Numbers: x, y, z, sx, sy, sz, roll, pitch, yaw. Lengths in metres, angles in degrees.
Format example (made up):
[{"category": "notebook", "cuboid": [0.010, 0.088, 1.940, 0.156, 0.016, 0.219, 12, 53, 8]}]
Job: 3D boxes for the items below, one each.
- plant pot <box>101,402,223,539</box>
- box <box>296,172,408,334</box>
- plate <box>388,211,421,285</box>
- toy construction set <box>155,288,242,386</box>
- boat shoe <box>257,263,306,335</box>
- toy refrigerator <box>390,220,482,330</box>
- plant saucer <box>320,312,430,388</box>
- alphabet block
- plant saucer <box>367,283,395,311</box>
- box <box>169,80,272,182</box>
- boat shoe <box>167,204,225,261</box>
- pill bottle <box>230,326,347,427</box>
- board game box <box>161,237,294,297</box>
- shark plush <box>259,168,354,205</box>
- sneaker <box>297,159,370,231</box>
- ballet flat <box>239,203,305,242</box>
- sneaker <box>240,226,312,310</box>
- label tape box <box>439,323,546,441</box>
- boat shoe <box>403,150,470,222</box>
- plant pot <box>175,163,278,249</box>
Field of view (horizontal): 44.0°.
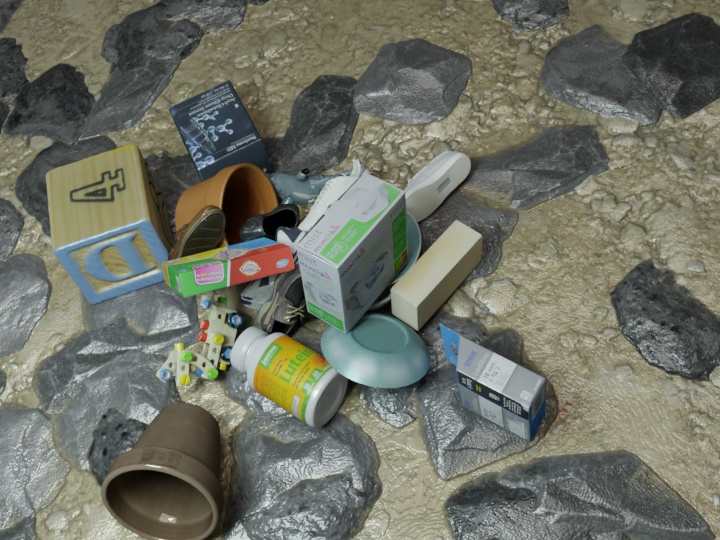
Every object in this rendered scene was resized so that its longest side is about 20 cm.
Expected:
[{"category": "plant pot", "cuboid": [-0.307, 0.319, 1.471, 0.195, 0.203, 0.177, 0, 40, 10]}, {"category": "box", "cuboid": [-0.010, -0.032, 1.527, 0.095, 0.178, 0.200, 27, 56, 25]}, {"category": "plate", "cuboid": [0.018, -0.044, 1.666, 0.195, 0.026, 0.204, -4, 58, 7]}, {"category": "toy construction set", "cuboid": [-0.283, 0.115, 1.609, 0.092, 0.129, 0.204, 19, 92, 61]}, {"category": "boat shoe", "cuboid": [-0.123, 0.062, 1.600, 0.073, 0.201, 0.074, -3, 57, -30]}, {"category": "toy refrigerator", "cuboid": [0.138, 0.006, 1.629, 0.069, 0.077, 0.200, 32, 62, 27]}, {"category": "plant saucer", "cuboid": [0.030, 0.125, 1.551, 0.196, 0.039, 0.203, 8, 33, -5]}, {"category": "alphabet block", "cuboid": [-0.486, -0.091, 1.750, 0.192, 0.197, 0.203, -17, 55, -3]}, {"category": "plant saucer", "cuboid": [0.000, 0.000, 1.686, 0.195, 0.051, 0.204, -5, 57, 8]}, {"category": "box", "cuboid": [-0.296, -0.276, 1.884, 0.146, 0.108, 0.202, -26, 57, -8]}, {"category": "boat shoe", "cuboid": [-0.307, -0.054, 1.611, 0.071, 0.201, 0.069, 2, 48, -40]}, {"category": "pill bottle", "cuboid": [-0.129, 0.179, 1.558, 0.197, 0.112, 0.112, 27, 66, 25]}, {"category": "board game box", "cuboid": [-0.231, -0.008, 1.540, 0.196, 0.041, 0.152, -15, 14, -22]}, {"category": "shark plush", "cuboid": [-0.111, -0.170, 1.794, 0.195, 0.084, 0.092, 1, 54, 10]}, {"category": "sneaker", "cuboid": [-0.056, -0.135, 1.750, 0.199, 0.081, 0.076, -39, 21, -23]}, {"category": "ballet flat", "cuboid": [-0.158, -0.086, 1.717, 0.056, 0.068, 0.199, -2, 14, 29]}, {"category": "sneaker", "cuboid": [-0.147, -0.015, 1.680, 0.198, 0.079, 0.132, -35, 41, 34]}, {"category": "label tape box", "cuboid": [0.206, 0.187, 1.473, 0.197, 0.145, 0.064, 26, 67, 25]}, {"category": "boat shoe", "cuboid": [0.130, -0.170, 1.765, 0.200, 0.072, 0.068, -46, 39, -11]}, {"category": "plant pot", "cuboid": [-0.265, -0.100, 1.725, 0.137, 0.201, 0.204, -2, 55, 28]}]
